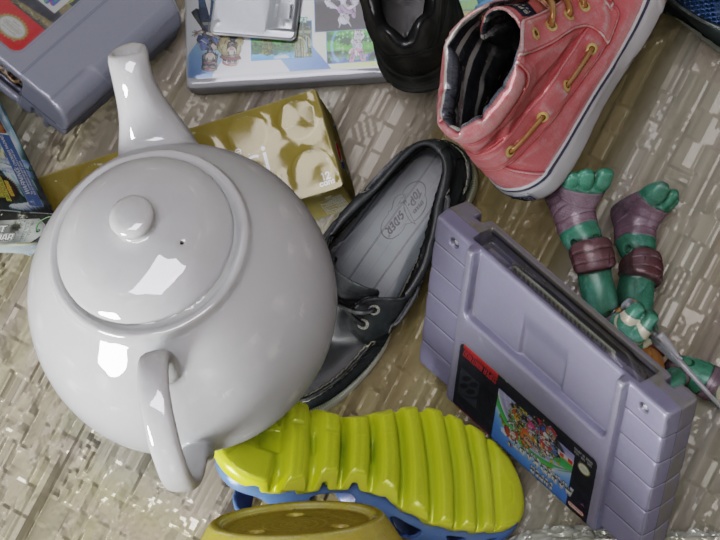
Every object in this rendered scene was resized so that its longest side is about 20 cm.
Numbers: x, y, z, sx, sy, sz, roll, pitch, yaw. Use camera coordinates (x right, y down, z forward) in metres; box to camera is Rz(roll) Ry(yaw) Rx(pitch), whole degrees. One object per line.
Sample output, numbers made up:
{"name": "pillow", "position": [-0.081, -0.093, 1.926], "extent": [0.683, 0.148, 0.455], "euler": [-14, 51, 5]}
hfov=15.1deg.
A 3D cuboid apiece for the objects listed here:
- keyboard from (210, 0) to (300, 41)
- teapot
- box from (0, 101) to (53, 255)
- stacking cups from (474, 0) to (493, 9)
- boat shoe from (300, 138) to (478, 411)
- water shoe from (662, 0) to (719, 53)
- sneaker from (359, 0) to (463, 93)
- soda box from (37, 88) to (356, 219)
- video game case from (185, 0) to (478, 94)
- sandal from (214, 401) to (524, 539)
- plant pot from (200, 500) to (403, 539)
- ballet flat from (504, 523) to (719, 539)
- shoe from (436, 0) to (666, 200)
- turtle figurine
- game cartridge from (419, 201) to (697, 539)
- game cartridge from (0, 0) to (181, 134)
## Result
{"name": "keyboard", "position": [-0.057, -0.246, 1.743], "extent": [0.056, 0.011, 0.201], "euler": [4, 80, 14]}
{"name": "teapot", "position": [-0.112, 0.006, 1.570], "extent": [0.200, 0.146, 0.198], "euler": [33, 76, 25]}
{"name": "box", "position": [-0.285, -0.095, 1.677], "extent": [0.040, 0.137, 0.200], "euler": [-57, 47, 33]}
{"name": "stacking cups", "position": [0.088, -0.186, 1.694], "extent": [0.060, 0.061, 0.201], "euler": [-18, 83, 5]}
{"name": "boat shoe", "position": [0.002, 0.001, 1.679], "extent": [0.074, 0.066, 0.200], "euler": [39, 87, 13]}
{"name": "water shoe", "position": [0.184, -0.199, 1.682], "extent": [0.199, 0.079, 0.072], "euler": [29, 85, 13]}
{"name": "sneaker", "position": [0.022, -0.215, 1.683], "extent": [0.076, 0.091, 0.201], "euler": [-17, 76, 7]}
{"name": "soda box", "position": [-0.107, -0.048, 1.706], "extent": [0.199, 0.064, 0.068], "euler": [-17, 77, 5]}
{"name": "video game case", "position": [-0.015, -0.209, 1.745], "extent": [0.199, 0.022, 0.183], "euler": [-3, 79, 7]}
{"name": "sandal", "position": [0.001, 0.128, 1.654], "extent": [0.199, 0.087, 0.080], "euler": [13, 55, -7]}
{"name": "plant pot", "position": [-0.033, 0.211, 1.561], "extent": [0.199, 0.200, 0.143], "euler": [-3, 96, 8]}
{"name": "ballet flat", "position": [0.152, 0.181, 1.624], "extent": [0.199, 0.072, 0.072], "euler": [-7, 78, 8]}
{"name": "shoe", "position": [0.115, -0.146, 1.604], "extent": [0.071, 0.091, 0.201], "euler": [18, 78, 39]}
{"name": "turtle figurine", "position": [0.168, 0.044, 1.620], "extent": [0.100, 0.150, 0.201], "euler": [-20, 68, 23]}
{"name": "game cartridge", "position": [0.110, 0.066, 1.599], "extent": [0.038, 0.130, 0.200], "euler": [-24, 51, -33]}
{"name": "game cartridge", "position": [-0.219, -0.189, 1.737], "extent": [0.200, 0.041, 0.133], "euler": [39, 57, 10]}
